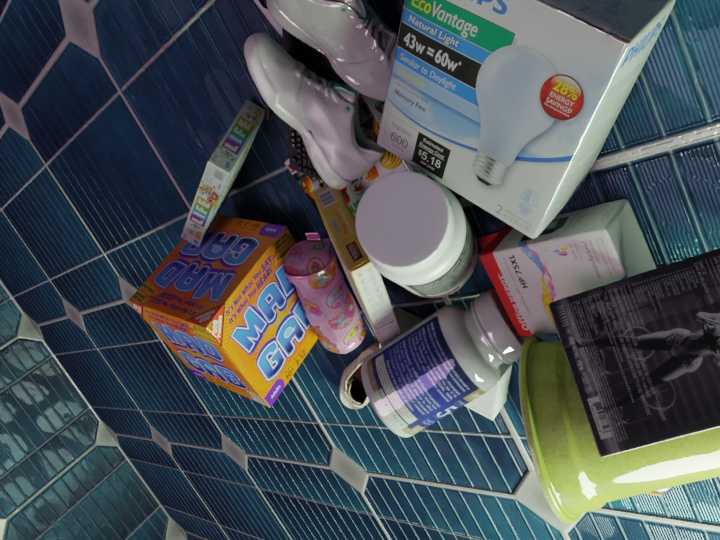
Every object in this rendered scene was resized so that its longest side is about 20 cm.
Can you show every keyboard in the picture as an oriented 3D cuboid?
[{"bbox_3d":[-0.086,-0.219,0.802,0.126,0.021,0.203,27,134,29],"label":"keyboard"}]

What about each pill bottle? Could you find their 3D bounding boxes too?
[{"bbox_3d":[0.067,-0.036,0.698,0.113,0.115,0.200,34,-178,18],"label":"pill bottle"},{"bbox_3d":[0.110,0.115,0.805,0.199,0.120,0.120,-35,96,20],"label":"pill bottle"}]

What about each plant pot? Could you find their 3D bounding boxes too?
[{"bbox_3d":[0.288,0.152,0.661,0.182,0.201,0.203,-16,111,28],"label":"plant pot"}]

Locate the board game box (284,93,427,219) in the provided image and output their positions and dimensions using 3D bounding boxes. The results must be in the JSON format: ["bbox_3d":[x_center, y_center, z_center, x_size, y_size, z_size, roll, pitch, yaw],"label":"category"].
[{"bbox_3d":[-0.011,-0.137,0.833,0.127,0.035,0.199,55,142,-6],"label":"board game box"}]

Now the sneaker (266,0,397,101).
[{"bbox_3d":[-0.005,-0.254,0.655,0.198,0.076,0.088,30,156,-11],"label":"sneaker"}]

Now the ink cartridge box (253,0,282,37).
[{"bbox_3d":[-0.084,-0.367,0.723,0.162,0.050,0.200,52,160,-4],"label":"ink cartridge box"}]

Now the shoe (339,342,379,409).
[{"bbox_3d":[-0.003,0.191,1.084,0.070,0.053,0.201,40,141,11],"label":"shoe"}]

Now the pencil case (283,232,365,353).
[{"bbox_3d":[-0.051,0.039,0.952,0.086,0.088,0.202,18,146,33],"label":"pencil case"}]

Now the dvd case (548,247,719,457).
[{"bbox_3d":[0.293,0.071,0.579,0.197,0.016,0.151,-20,73,14],"label":"dvd case"}]

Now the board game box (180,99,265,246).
[{"bbox_3d":[-0.208,-0.141,0.943,0.034,0.136,0.200,28,143,-10],"label":"board game box"}]

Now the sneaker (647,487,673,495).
[{"bbox_3d":[0.311,0.250,0.819,0.198,0.077,0.113,22,140,46],"label":"sneaker"}]

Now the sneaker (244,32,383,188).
[{"bbox_3d":[-0.047,-0.197,0.727,0.088,0.076,0.201,-26,116,28],"label":"sneaker"}]

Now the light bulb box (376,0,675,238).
[{"bbox_3d":[0.139,-0.178,0.580,0.197,0.125,0.202,33,140,19],"label":"light bulb box"}]

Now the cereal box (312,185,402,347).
[{"bbox_3d":[0.000,0.000,0.834,0.201,0.039,0.145,68,176,-53],"label":"cereal box"}]

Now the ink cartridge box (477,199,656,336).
[{"bbox_3d":[0.216,0.006,0.703,0.198,0.067,0.117,-14,111,50],"label":"ink cartridge box"}]

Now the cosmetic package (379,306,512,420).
[{"bbox_3d":[0.119,0.131,0.916,0.198,0.051,0.084,25,133,28],"label":"cosmetic package"}]

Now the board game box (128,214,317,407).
[{"bbox_3d":[-0.198,0.058,1.013,0.197,0.201,0.201,11,144,37],"label":"board game box"}]
